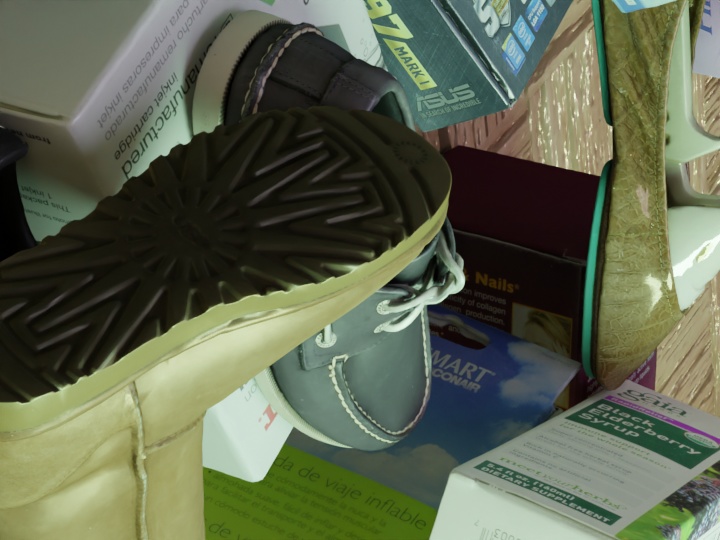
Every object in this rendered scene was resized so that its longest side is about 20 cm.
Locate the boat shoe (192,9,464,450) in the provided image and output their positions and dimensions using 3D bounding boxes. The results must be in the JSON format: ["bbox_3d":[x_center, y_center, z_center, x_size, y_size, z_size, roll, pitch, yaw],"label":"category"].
[{"bbox_3d":[0.000,0.000,0.777,0.073,0.062,0.201,-56,147,-30],"label":"boat shoe"}]

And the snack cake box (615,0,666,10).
[{"bbox_3d":[0.102,-0.175,0.773,0.200,0.114,0.068,42,44,-51],"label":"snack cake box"}]

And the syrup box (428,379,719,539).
[{"bbox_3d":[0.095,0.106,0.905,0.200,0.078,0.082,-18,127,-63],"label":"syrup box"}]

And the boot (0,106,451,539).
[{"bbox_3d":[-0.058,0.054,0.723,0.174,0.066,0.201,-23,146,-22],"label":"boot"}]

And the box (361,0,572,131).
[{"bbox_3d":[0.035,-0.177,0.869,0.158,0.051,0.201,52,48,-25],"label":"box"}]

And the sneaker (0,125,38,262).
[{"bbox_3d":[-0.130,0.038,0.719,0.071,0.079,0.201,-40,136,-47],"label":"sneaker"}]

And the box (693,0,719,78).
[{"bbox_3d":[0.213,-0.200,0.968,0.200,0.096,0.177,-49,143,-38],"label":"box"}]

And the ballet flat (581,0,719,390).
[{"bbox_3d":[0.127,-0.049,0.931,0.068,0.072,0.202,-18,110,-72],"label":"ballet flat"}]

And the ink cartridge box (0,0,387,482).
[{"bbox_3d":[-0.060,-0.046,0.802,0.146,0.084,0.201,-59,148,-27],"label":"ink cartridge box"}]

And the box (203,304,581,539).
[{"bbox_3d":[-0.009,0.089,0.917,0.200,0.121,0.048,-47,150,-42],"label":"box"}]

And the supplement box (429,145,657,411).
[{"bbox_3d":[0.070,0.057,1.058,0.086,0.110,0.202,-36,133,-50],"label":"supplement box"}]
